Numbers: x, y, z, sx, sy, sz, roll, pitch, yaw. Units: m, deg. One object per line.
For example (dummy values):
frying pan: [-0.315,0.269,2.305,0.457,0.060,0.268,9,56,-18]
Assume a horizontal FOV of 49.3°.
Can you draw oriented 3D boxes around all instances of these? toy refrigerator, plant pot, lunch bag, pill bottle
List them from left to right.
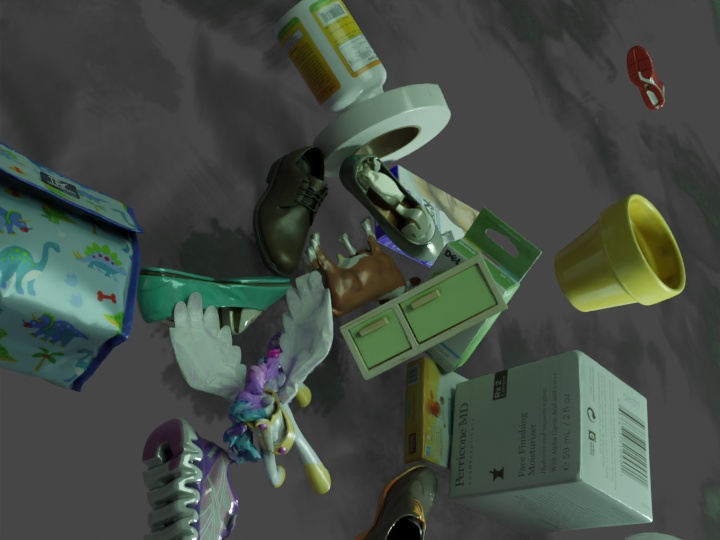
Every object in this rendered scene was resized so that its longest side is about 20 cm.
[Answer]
lunch bag: [-0.291,-0.020,0.700,0.169,0.127,0.201,28,36,-31]
pill bottle: [-0.031,-0.301,1.164,0.201,0.111,0.111,57,38,-5]
toy refrigerator: [0.079,0.058,0.987,0.077,0.198,0.070,63,8,3]
plant pot: [0.482,-0.016,1.497,0.200,0.188,0.203,26,50,-36]

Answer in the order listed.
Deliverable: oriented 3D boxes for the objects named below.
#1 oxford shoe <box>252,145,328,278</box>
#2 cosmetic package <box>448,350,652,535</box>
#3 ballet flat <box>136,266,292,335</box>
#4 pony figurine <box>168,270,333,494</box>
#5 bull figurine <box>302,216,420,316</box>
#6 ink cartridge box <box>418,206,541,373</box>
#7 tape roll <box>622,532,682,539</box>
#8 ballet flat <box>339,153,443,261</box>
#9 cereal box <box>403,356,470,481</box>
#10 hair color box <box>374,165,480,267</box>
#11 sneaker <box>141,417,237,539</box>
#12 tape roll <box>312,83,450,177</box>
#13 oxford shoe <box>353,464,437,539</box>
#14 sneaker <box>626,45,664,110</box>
oxford shoe: [-0.084,-0.083,0.993,0.072,0.084,0.202,31,48,-34]
cosmetic package: [0.241,0.227,1.006,0.164,0.199,0.166,32,51,-32]
ballet flat: [-0.159,0.037,0.861,0.199,0.067,0.071,5,88,-46]
pony figurine: [-0.089,0.117,0.787,0.201,0.165,0.195,74,0,-57]
bull figurine: [0.000,0.000,1.051,0.199,0.065,0.122,-18,75,-56]
ink cartridge box: [0.143,0.027,1.062,0.104,0.201,0.059,40,26,19]
tape roll: [0.402,0.486,1.087,0.138,0.202,0.205,-9,74,-49]
ballet flat: [0.052,-0.082,1.074,0.200,0.064,0.068,42,71,-20]
cereal box: [0.141,0.222,1.088,0.199,0.039,0.145,28,50,-34]
hair color box: [0.110,-0.069,1.217,0.199,0.065,0.110,25,50,-39]
sneaker: [-0.152,0.241,0.724,0.088,0.080,0.202,30,46,-43]
tape roll: [0.030,-0.191,1.090,0.202,0.202,0.037,-12,76,-50]
oxford shoe: [0.055,0.297,0.919,0.072,0.073,0.200,54,38,-8]
sneaker: [0.871,-0.591,2.397,0.115,0.078,0.202,-38,109,-60]
